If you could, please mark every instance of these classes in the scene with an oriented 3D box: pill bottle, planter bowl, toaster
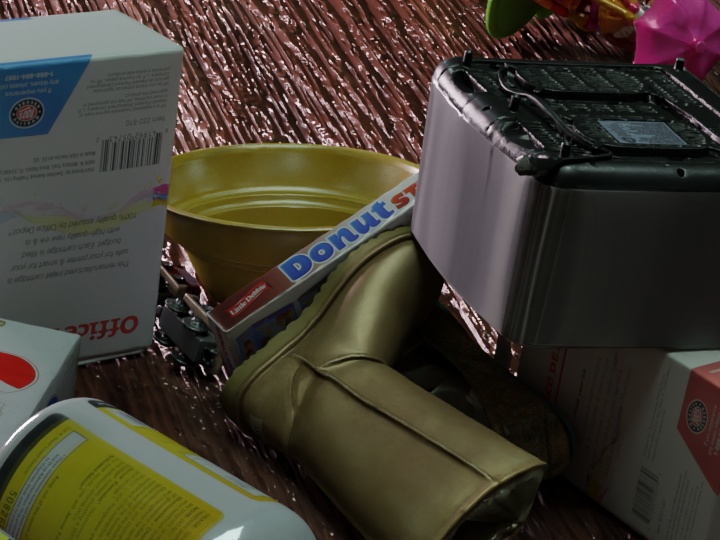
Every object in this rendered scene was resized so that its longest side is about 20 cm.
[{"bbox_3d":[-0.090,0.150,1.258,0.199,0.113,0.112,27,30,33],"label":"pill bottle"},{"bbox_3d":[-0.044,-0.017,1.654,0.199,0.084,0.201,2,17,-1],"label":"planter bowl"},{"bbox_3d":[0.132,-0.044,1.470,0.199,0.119,0.181,0,25,-23],"label":"toaster"}]

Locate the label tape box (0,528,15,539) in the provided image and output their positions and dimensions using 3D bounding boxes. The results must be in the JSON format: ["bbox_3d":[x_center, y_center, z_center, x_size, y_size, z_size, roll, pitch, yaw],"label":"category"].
[{"bbox_3d":[-0.184,0.194,1.143,0.199,0.066,0.143,29,45,35],"label":"label tape box"}]

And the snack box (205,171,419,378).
[{"bbox_3d":[0.000,0.000,1.556,0.199,0.072,0.024,-34,51,-15],"label":"snack box"}]

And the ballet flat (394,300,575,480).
[{"bbox_3d":[0.052,0.070,1.547,0.070,0.071,0.200,-6,29,-31],"label":"ballet flat"}]

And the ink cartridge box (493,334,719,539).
[{"bbox_3d":[0.165,0.076,1.506,0.067,0.117,0.200,-10,31,-37],"label":"ink cartridge box"}]

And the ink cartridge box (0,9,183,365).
[{"bbox_3d":[-0.194,-0.045,1.538,0.144,0.201,0.085,-9,27,-37],"label":"ink cartridge box"}]

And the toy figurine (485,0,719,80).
[{"bbox_3d":[0.230,-0.218,2.203,0.184,0.151,0.200,34,6,17],"label":"toy figurine"}]

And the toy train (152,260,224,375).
[{"bbox_3d":[-0.127,0.014,1.637,0.046,0.034,0.200,9,21,-32],"label":"toy train"}]

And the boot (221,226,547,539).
[{"bbox_3d":[0.037,0.077,1.466,0.175,0.066,0.200,-45,45,-13],"label":"boot"}]

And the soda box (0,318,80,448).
[{"bbox_3d":[-0.210,0.096,1.386,0.068,0.064,0.200,11,25,5],"label":"soda box"}]
